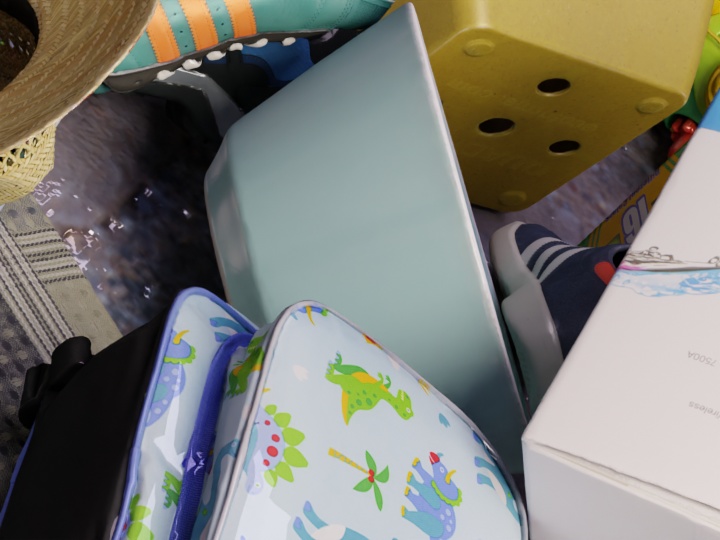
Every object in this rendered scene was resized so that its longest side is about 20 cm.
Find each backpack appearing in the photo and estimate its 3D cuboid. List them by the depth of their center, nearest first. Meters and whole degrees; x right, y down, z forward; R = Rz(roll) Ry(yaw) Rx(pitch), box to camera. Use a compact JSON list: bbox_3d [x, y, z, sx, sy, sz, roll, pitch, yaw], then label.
[{"bbox_3d":[-0.024,0.123,0.966,0.200,0.146,0.184,38,46,-30],"label":"backpack"}]

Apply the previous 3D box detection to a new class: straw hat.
[{"bbox_3d":[-0.154,-0.065,0.956,0.202,0.199,0.085,-90,169,-45],"label":"straw hat"}]

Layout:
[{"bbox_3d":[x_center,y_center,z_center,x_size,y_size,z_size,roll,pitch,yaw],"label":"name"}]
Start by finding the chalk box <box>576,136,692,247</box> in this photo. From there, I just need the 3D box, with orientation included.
[{"bbox_3d":[0.185,0.056,1.255,0.124,0.124,0.201,21,43,-28],"label":"chalk box"}]

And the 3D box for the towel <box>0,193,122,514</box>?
[{"bbox_3d":[-0.177,0.023,1.026,0.192,0.035,0.201,-13,63,-52],"label":"towel"}]

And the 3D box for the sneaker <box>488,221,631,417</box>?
[{"bbox_3d":[0.107,0.017,1.195,0.200,0.084,0.076,-94,167,-76],"label":"sneaker"}]

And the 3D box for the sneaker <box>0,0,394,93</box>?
[{"bbox_3d":[-0.081,-0.112,1.089,0.199,0.080,0.071,6,24,-26],"label":"sneaker"}]

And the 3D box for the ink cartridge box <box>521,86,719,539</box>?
[{"bbox_3d":[0.167,0.052,1.009,0.144,0.148,0.201,20,58,21],"label":"ink cartridge box"}]

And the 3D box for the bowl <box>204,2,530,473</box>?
[{"bbox_3d":[0.000,0.000,1.107,0.201,0.104,0.202,-16,90,-88],"label":"bowl"}]

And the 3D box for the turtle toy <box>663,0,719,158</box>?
[{"bbox_3d":[0.216,-0.076,1.424,0.145,0.101,0.201,10,50,-37],"label":"turtle toy"}]

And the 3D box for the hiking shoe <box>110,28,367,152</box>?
[{"bbox_3d":[-0.090,-0.117,1.159,0.199,0.087,0.074,28,2,-31],"label":"hiking shoe"}]

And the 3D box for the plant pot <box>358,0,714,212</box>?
[{"bbox_3d":[0.058,-0.145,1.276,0.199,0.200,0.178,15,57,-34],"label":"plant pot"}]

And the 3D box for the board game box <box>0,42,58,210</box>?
[{"bbox_3d":[-0.203,-0.060,1.024,0.151,0.037,0.200,36,32,-9],"label":"board game box"}]
